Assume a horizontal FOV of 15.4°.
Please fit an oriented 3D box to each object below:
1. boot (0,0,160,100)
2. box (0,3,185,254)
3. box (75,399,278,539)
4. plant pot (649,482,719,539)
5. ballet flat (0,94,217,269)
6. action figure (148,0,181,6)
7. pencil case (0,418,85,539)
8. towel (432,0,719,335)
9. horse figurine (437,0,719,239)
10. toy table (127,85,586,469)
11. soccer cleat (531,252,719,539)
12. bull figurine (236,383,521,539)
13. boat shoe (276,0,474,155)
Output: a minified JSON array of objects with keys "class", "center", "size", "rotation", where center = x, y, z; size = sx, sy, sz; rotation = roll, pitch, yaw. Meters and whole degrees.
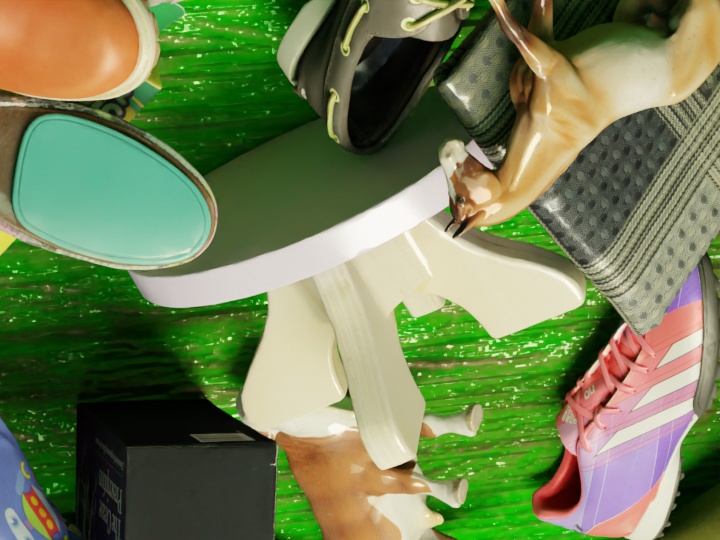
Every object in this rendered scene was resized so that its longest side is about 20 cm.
[{"class":"boot","center":[-0.188,-0.113,1.141],"size":[0.199,0.107,0.075],"rotation":[18,111,3]},{"class":"box","center":[-0.184,-0.077,1.258],"size":[0.117,0.048,0.200],"rotation":[32,114,-32]},{"class":"box","center":[-0.096,0.144,1.327],"size":[0.079,0.200,0.142],"rotation":[-2,93,-13]},{"class":"plant pot","center":[0.256,0.172,1.488],"size":[0.200,0.187,0.187],"rotation":[-17,131,17]},{"class":"ballet flat","center":[-0.164,-0.049,1.212],"size":[0.199,0.071,0.069],"rotation":[12,94,-15]},{"class":"action figure","center":[-0.072,-0.180,1.161],"size":[0.199,0.102,0.119],"rotation":[2,160,-20]},{"class":"pencil case","center":[-0.198,0.089,1.268],"size":[0.078,0.087,0.200],"rotation":[-21,105,41]},{"class":"towel","center":[0.136,-0.103,1.263],"size":[0.200,0.035,0.193],"rotation":[-54,125,-15]},{"class":"horse figurine","center":[0.111,-0.109,1.187],"size":[0.200,0.050,0.133],"rotation":[-30,121,-32]},{"class":"toy table","center":[0.000,0.000,1.292],"size":[0.200,0.184,0.117],"rotation":[-15,118,30]},{"class":"soccer cleat","center":[0.145,0.068,1.438],"size":[0.073,0.068,0.200],"rotation":[3,130,-10]},{"class":"bull figurine","center":[0.010,0.114,1.431],"size":[0.121,0.065,0.200],"rotation":[6,143,25]},{"class":"boat shoe","center":[0.024,-0.125,1.184],"size":[0.072,0.061,0.201],"rotation":[-19,159,-29]}]
